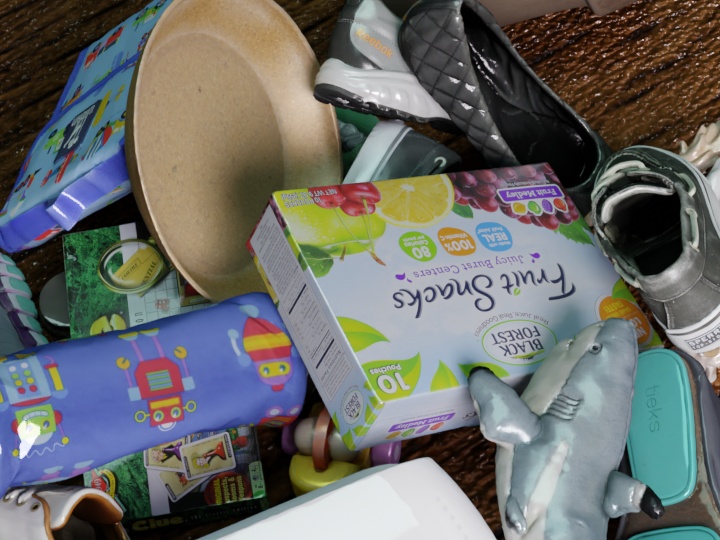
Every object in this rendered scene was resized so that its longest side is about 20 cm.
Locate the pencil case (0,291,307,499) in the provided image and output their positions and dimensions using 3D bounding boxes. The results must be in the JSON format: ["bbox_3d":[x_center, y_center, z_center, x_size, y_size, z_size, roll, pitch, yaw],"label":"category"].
[{"bbox_3d":[-0.124,0.066,0.870,0.200,0.078,0.087,-12,0,-31],"label":"pencil case"}]

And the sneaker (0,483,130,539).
[{"bbox_3d":[-0.175,0.135,0.887,0.200,0.085,0.073,35,23,29],"label":"sneaker"}]

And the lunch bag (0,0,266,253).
[{"bbox_3d":[-0.148,-0.088,1.039,0.150,0.094,0.200,-25,25,38],"label":"lunch bag"}]

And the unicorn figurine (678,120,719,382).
[{"bbox_3d":[0.226,-0.006,0.964,0.137,0.074,0.200,-28,33,-2],"label":"unicorn figurine"}]

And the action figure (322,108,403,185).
[{"bbox_3d":[0.006,-0.061,1.071,0.118,0.055,0.200,-34,53,-23],"label":"action figure"}]

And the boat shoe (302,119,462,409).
[{"bbox_3d":[0.000,0.000,0.977,0.056,0.069,0.200,21,74,15],"label":"boat shoe"}]

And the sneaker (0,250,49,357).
[{"bbox_3d":[-0.246,0.038,0.985,0.087,0.075,0.200,10,22,-39],"label":"sneaker"}]

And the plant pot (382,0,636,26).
[{"bbox_3d":[0.089,-0.247,1.157,0.174,0.200,0.200,-27,44,12],"label":"plant pot"}]

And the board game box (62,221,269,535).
[{"bbox_3d":[-0.120,0.058,0.967,0.104,0.023,0.200,-12,60,-1],"label":"board game box"}]

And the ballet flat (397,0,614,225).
[{"bbox_3d":[0.102,-0.093,0.996,0.057,0.200,0.067,-6,49,58],"label":"ballet flat"}]

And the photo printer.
[{"bbox_3d":[-0.014,0.192,0.783,0.200,0.069,0.167,-21,73,-9],"label":"photo printer"}]

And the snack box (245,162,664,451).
[{"bbox_3d":[0.054,0.015,0.907,0.200,0.053,0.142,-9,58,-34],"label":"snack box"}]

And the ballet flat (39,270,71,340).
[{"bbox_3d":[-0.105,0.013,1.033,0.199,0.046,0.068,-13,58,-5],"label":"ballet flat"}]

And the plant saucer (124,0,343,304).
[{"bbox_3d":[-0.080,-0.071,0.964,0.035,0.200,0.200,-6,43,33],"label":"plant saucer"}]

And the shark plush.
[{"bbox_3d":[0.108,0.113,0.793,0.083,0.091,0.200,-17,40,17],"label":"shark plush"}]

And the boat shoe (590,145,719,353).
[{"bbox_3d":[0.167,-0.032,0.918,0.071,0.064,0.200,-39,25,12],"label":"boat shoe"}]

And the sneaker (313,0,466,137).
[{"bbox_3d":[0.063,-0.127,1.044,0.074,0.200,0.080,13,92,50],"label":"sneaker"}]

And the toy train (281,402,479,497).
[{"bbox_3d":[0.031,0.104,0.903,0.150,0.056,0.200,-13,45,0],"label":"toy train"}]

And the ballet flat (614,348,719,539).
[{"bbox_3d":[0.164,0.137,0.827,0.073,0.073,0.200,-1,58,11],"label":"ballet flat"}]
